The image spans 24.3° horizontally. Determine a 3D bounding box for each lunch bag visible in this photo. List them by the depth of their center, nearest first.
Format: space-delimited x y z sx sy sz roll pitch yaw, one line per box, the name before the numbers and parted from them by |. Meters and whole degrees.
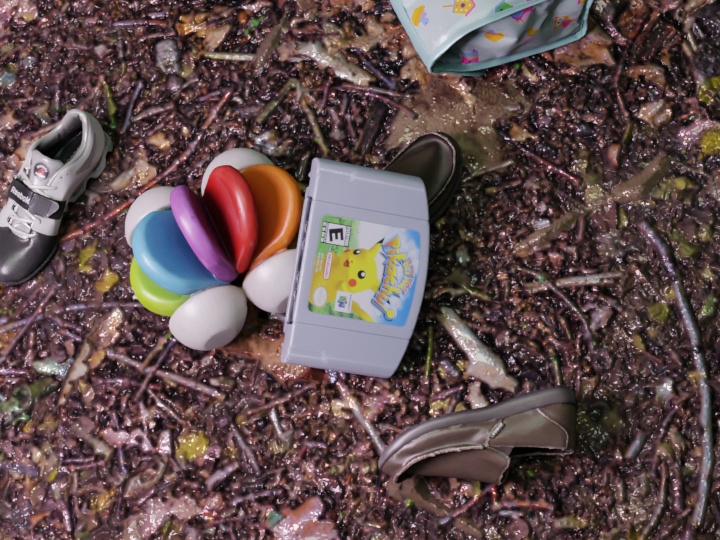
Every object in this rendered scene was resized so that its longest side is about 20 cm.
lunch bag | 0.124 -0.304 1.753 0.198 0.122 0.172 -22 68 -9

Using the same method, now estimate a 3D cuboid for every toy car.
toy car | -0.143 -0.034 1.660 0.198 0.150 0.176 -26 68 -4

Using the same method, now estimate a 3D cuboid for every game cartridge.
game cartridge | 0.000 0.000 1.638 0.132 0.040 0.203 9 90 -22

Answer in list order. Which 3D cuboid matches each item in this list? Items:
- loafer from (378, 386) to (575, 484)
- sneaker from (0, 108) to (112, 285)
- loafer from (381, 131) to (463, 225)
loafer | 0.115 0.169 1.585 0.198 0.073 0.072 -17 74 3
sneaker | -0.335 -0.083 1.737 0.073 0.089 0.202 24 74 13
loafer | 0.034 -0.065 1.694 0.073 0.071 0.201 34 76 18
